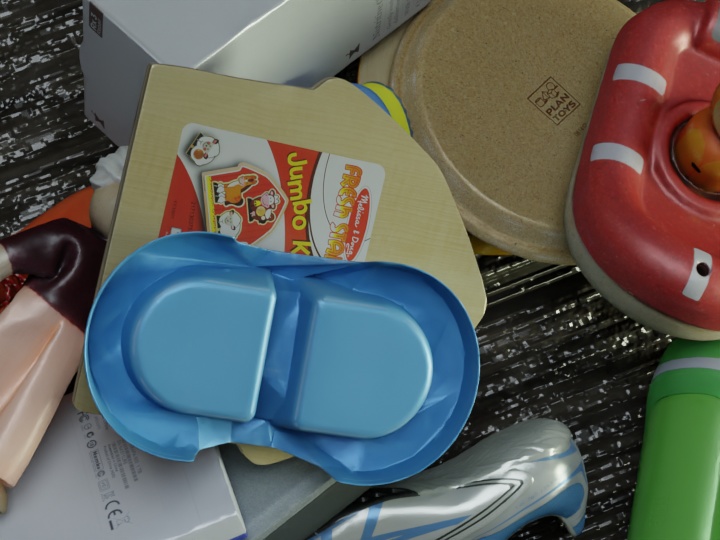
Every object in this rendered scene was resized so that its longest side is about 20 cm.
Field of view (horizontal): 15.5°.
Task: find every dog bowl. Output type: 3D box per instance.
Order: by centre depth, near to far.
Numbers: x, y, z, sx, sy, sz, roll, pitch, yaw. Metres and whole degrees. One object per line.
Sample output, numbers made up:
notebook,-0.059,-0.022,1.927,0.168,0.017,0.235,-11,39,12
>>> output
dog bowl,-0.042,0.040,1.305,0.199,0.050,0.112,9,96,-16

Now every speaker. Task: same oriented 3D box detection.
speaker,0.184,0.139,1.412,0.088,0.089,0.201,12,70,-1

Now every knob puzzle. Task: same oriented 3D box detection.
knob puzzle,-0.033,0.000,1.342,0.218,0.030,0.221,-2,99,-15

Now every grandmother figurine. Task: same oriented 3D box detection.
grandmother figurine,-0.151,0.024,1.351,0.060,0.121,0.201,24,78,39

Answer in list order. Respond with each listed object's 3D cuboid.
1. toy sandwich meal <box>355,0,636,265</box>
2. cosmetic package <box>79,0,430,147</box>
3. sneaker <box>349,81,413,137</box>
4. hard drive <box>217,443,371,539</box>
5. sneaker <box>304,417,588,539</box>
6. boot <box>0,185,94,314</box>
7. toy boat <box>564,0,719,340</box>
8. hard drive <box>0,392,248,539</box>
toy sandwich meal,0.093,-0.079,1.495,0.204,0.070,0.206,7,63,-13
cosmetic package,-0.052,-0.145,1.409,0.081,0.113,0.200,40,65,19
sneaker,0.000,0.000,1.422,0.078,0.066,0.201,-19,98,-43
hard drive,-0.088,0.113,1.386,0.200,0.033,0.139,-37,43,-17
sneaker,0.027,0.140,1.408,0.199,0.072,0.073,-18,99,-5
boot,-0.179,0.014,1.411,0.075,0.107,0.200,41,70,11
toy boat,0.192,-0.065,1.401,0.130,0.131,0.201,23,61,-10
hard drive,-0.167,0.124,1.362,0.199,0.025,0.132,-22,42,-1
